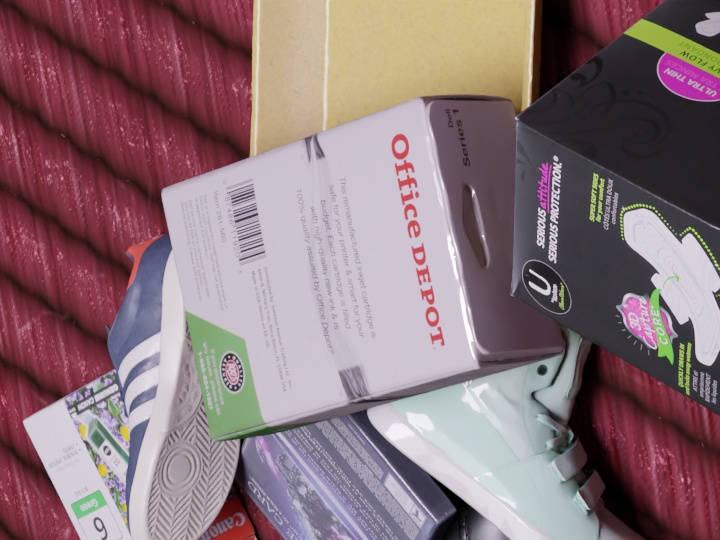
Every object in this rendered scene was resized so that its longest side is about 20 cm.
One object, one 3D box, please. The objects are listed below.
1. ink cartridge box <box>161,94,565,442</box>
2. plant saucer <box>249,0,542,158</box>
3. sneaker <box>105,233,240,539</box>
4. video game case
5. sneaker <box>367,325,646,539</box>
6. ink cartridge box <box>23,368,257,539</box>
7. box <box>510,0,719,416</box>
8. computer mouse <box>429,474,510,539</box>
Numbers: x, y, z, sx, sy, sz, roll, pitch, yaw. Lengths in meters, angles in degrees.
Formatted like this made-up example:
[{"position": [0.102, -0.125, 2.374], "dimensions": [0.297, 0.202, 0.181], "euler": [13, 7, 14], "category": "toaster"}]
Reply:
[{"position": [0.000, 0.000, 1.556], "dimensions": [0.200, 0.084, 0.146], "euler": [-16, 82, 40], "category": "ink cartridge box"}, {"position": [0.027, -0.080, 1.611], "dimensions": [0.200, 0.048, 0.200], "euler": [9, 101, 39], "category": "plant saucer"}, {"position": [-0.124, 0.074, 1.790], "dimensions": [0.084, 0.075, 0.201], "euler": [7, 88, 45], "category": "sneaker"}, {"position": [-0.014, 0.131, 1.721], "dimensions": [0.143, 0.019, 0.200], "euler": [50, 155, 15], "category": "video game case"}, {"position": [0.116, 0.094, 1.605], "dimensions": [0.200, 0.074, 0.118], "euler": [37, 100, -1], "category": "sneaker"}, {"position": [-0.129, 0.162, 1.862], "dimensions": [0.109, 0.050, 0.200], "euler": [-28, 87, 44], "category": "ink cartridge box"}, {"position": [0.194, -0.024, 1.419], "dimensions": [0.200, 0.148, 0.124], "euler": [30, 142, 28], "category": "box"}, {"position": [0.046, 0.132, 1.697], "dimensions": [0.140, 0.046, 0.200], "euler": [3, 109, 38], "category": "computer mouse"}]
